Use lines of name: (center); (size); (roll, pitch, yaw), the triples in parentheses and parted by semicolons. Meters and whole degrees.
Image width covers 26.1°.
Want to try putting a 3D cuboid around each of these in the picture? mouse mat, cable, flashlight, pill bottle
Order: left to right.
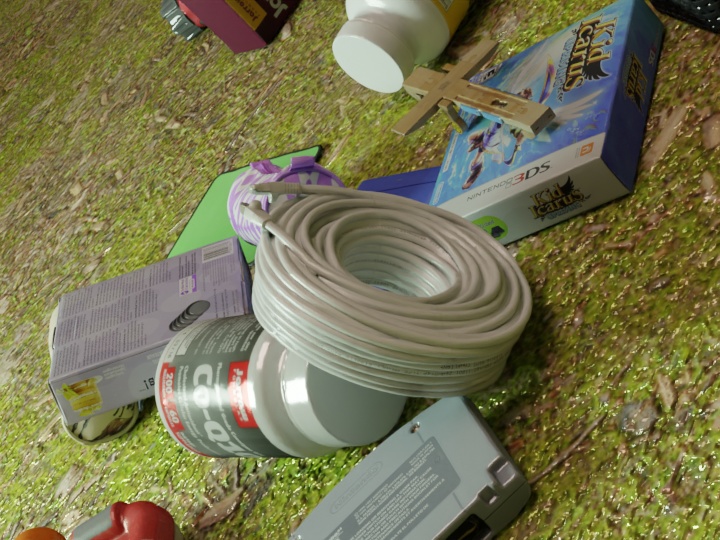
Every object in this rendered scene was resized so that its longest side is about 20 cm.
flashlight: (-0.179, -0.394, 2.088); (0.200, 0.068, 0.068); (-38, 25, 20)
mouse mat: (-0.130, -0.056, 1.617); (0.199, 0.008, 0.162); (-12, 43, 51)
pill bottle: (-0.063, 0.088, 1.200); (0.199, 0.114, 0.114); (-9, 45, 51)
cable: (0.020, 0.014, 1.099); (0.200, 0.198, 0.070); (57, 137, 48)
pill bottle: (0.054, -0.277, 1.532); (0.112, 0.112, 0.201); (-3, 49, 54)

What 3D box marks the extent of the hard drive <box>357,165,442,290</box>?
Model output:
hard drive: (0.000, 0.000, 1.327); (0.131, 0.025, 0.201); (-7, 47, 52)

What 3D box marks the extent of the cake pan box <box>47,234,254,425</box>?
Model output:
cake pan box: (-0.184, 0.047, 1.396); (0.183, 0.053, 0.200); (-18, 23, -1)

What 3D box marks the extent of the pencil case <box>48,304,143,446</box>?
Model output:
pencil case: (-0.262, 0.090, 1.528); (0.090, 0.077, 0.200); (-59, 24, 13)

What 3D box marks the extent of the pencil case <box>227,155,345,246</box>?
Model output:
pencil case: (-0.069, -0.059, 1.401); (0.083, 0.086, 0.200); (-15, 6, -16)

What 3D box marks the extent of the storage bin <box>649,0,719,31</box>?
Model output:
storage bin: (0.300, -0.299, 1.223); (0.200, 0.094, 0.135); (-47, 27, 2)

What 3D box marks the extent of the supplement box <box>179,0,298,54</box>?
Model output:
supplement box: (-0.123, -0.384, 1.940); (0.085, 0.110, 0.201); (-1, 52, 55)

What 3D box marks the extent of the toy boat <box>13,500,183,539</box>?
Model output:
toy boat: (-0.218, 0.247, 1.187); (0.130, 0.131, 0.201); (-33, 29, 20)

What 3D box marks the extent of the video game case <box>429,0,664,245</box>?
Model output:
video game case: (0.147, -0.114, 1.248); (0.181, 0.045, 0.201); (-23, 35, 38)

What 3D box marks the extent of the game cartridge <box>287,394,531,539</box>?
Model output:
game cartridge: (0.018, 0.177, 1.048); (0.200, 0.040, 0.133); (-44, 30, 6)

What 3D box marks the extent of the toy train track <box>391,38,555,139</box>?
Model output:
toy train track: (0.098, -0.133, 1.267); (0.115, 0.033, 0.200); (-44, 30, -10)
